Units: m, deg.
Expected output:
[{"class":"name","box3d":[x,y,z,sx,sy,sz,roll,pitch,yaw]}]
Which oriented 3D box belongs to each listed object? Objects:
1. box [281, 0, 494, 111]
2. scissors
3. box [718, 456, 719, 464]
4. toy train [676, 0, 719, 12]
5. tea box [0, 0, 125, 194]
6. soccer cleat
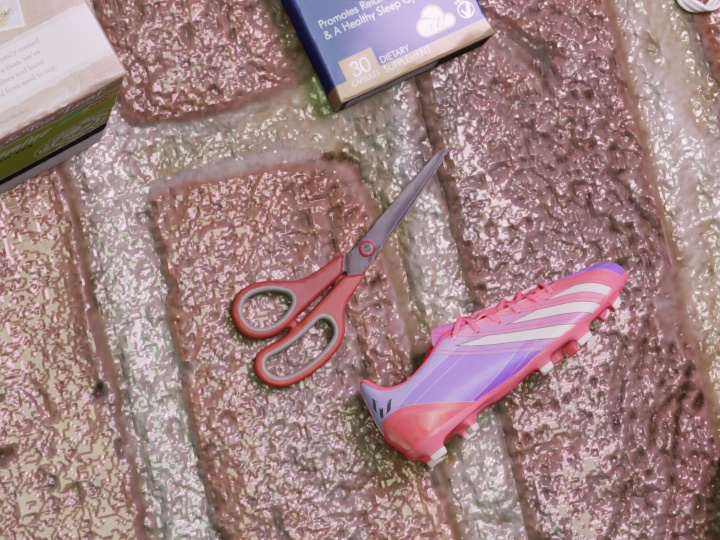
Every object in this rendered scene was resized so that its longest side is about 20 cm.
[{"class":"box","box3d":[-0.007,-0.224,1.727,0.121,0.032,0.201,-25,85,-13]},{"class":"scissors","box3d":[0.000,0.000,1.700,0.200,0.014,0.073,-36,86,-15]},{"class":"box","box3d":[0.350,0.176,1.634,0.117,0.200,0.197,-25,86,-13]},{"class":"toy train","box3d":[0.243,-0.291,1.770,0.150,0.056,0.201,26,77,-5]},{"class":"tea box","box3d":[-0.269,-0.112,1.575,0.199,0.197,0.134,-29,86,-13]},{"class":"soccer cleat","box3d":[0.091,0.048,1.682,0.200,0.067,0.077,-39,84,-11]}]
